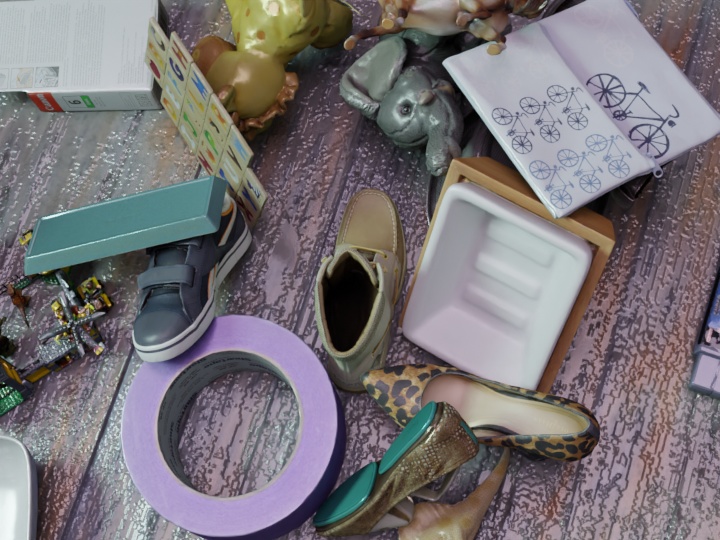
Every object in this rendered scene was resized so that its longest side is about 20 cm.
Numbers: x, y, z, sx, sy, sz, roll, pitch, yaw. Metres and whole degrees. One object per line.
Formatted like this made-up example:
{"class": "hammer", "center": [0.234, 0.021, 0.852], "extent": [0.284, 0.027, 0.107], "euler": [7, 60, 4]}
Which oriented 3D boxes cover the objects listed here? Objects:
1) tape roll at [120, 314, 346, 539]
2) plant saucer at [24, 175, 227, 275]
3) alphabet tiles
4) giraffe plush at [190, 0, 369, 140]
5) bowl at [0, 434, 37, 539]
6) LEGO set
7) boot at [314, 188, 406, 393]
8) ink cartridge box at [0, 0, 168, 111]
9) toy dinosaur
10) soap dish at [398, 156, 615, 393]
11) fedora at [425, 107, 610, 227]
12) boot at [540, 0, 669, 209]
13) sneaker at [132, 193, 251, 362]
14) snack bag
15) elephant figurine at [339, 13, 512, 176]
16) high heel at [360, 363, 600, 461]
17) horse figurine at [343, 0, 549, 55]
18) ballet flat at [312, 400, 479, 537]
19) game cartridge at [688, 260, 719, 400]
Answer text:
{"class": "tape roll", "center": [-0.114, 0.148, 1.154], "extent": [0.198, 0.085, 0.202], "euler": [-2, 74, 5]}
{"class": "plant saucer", "center": [-0.220, -0.044, 1.159], "extent": [0.198, 0.019, 0.070], "euler": [-13, 42, 16]}
{"class": "alphabet tiles", "center": [-0.149, -0.137, 1.189], "extent": [0.006, 0.166, 0.201], "euler": [-31, 85, -17]}
{"class": "giraffe plush", "center": [-0.099, -0.217, 1.229], "extent": [0.200, 0.172, 0.163], "euler": [40, 101, 46]}
{"class": "bowl", "center": [-0.389, 0.254, 1.152], "extent": [0.198, 0.075, 0.202], "euler": [-2, 73, 4]}
{"class": "LEGO set", "center": [-0.342, 0.049, 1.186], "extent": [0.199, 0.116, 0.155], "euler": [-25, 73, -3]}
{"class": "boot", "center": [0.000, 0.000, 1.151], "extent": [0.071, 0.155, 0.202], "euler": [5, 74, 7]}
{"class": "ink cartridge box", "center": [-0.303, -0.224, 1.303], "extent": [0.198, 0.050, 0.110], "euler": [-1, 73, 6]}
{"class": "toy dinosaur", "center": [0.085, 0.244, 1.121], "extent": [0.200, 0.058, 0.101], "euler": [-40, 73, -7]}
{"class": "soap dish", "center": [0.131, 0.006, 1.127], "extent": [0.156, 0.201, 0.081], "euler": [28, 40, 14]}
{"class": "fedora", "center": [0.153, -0.094, 1.200], "extent": [0.176, 0.090, 0.201], "euler": [30, 78, 13]}
{"class": "boot", "center": [0.224, -0.158, 1.151], "extent": [0.173, 0.069, 0.201], "euler": [30, 61, 12]}
{"class": "sneaker", "center": [-0.167, -0.005, 1.161], "extent": [0.078, 0.080, 0.201], "euler": [-7, 36, 23]}
{"class": "snack bag", "center": [0.201, -0.153, 1.095], "extent": [0.199, 0.021, 0.189], "euler": [-25, 65, -17]}
{"class": "elephant figurine", "center": [0.051, -0.176, 1.204], "extent": [0.140, 0.155, 0.201], "euler": [25, 72, 3]}
{"class": "high heel", "center": [0.105, 0.114, 1.086], "extent": [0.198, 0.143, 0.072], "euler": [21, 72, -9]}
{"class": "horse figurine", "center": [0.072, -0.229, 1.110], "extent": [0.198, 0.133, 0.050], "euler": [2, 118, 15]}
{"class": "ballet flat", "center": [0.033, 0.191, 1.100], "extent": [0.065, 0.200, 0.071], "euler": [36, 39, -10]}
{"class": "game cartridge", "center": [0.392, 0.035, 1.171], "extent": [0.129, 0.038, 0.202], "euler": [19, 76, 6]}
